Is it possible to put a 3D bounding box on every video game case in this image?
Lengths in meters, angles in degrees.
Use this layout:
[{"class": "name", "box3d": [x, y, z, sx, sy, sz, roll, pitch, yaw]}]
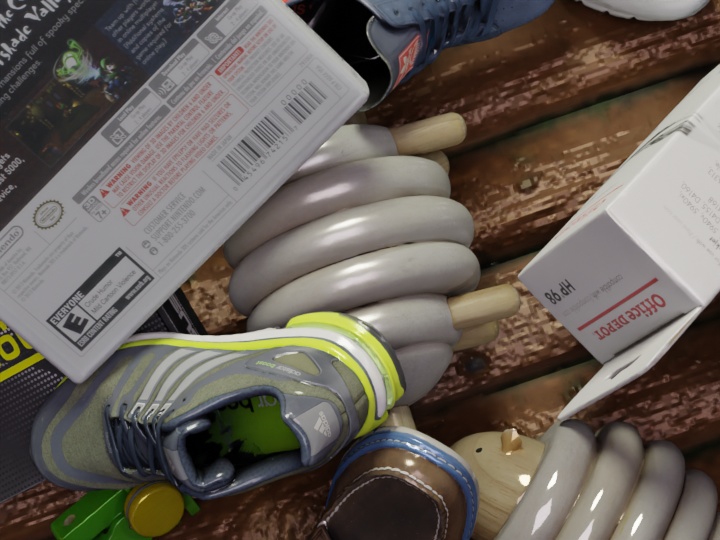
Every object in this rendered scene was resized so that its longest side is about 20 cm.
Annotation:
[{"class": "video game case", "box3d": [-0.127, -0.073, 1.031, 0.200, 0.023, 0.182, -44, 110, 13]}]

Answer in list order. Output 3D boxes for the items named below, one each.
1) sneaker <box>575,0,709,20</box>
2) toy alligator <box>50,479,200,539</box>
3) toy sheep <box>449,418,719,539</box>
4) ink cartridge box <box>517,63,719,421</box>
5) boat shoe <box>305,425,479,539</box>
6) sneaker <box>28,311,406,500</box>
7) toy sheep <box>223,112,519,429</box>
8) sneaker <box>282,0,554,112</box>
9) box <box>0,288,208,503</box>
[{"class": "sneaker", "box3d": [0.099, -0.198, 1.144, 0.200, 0.087, 0.075, 39, 89, -1]}, {"class": "toy alligator", "box3d": [-0.113, 0.120, 1.166, 0.200, 0.059, 0.054, -46, 130, 1]}, {"class": "toy sheep", "box3d": [0.127, 0.142, 1.123, 0.199, 0.138, 0.139, 27, 91, 0]}, {"class": "ink cartridge box", "box3d": [0.153, -0.028, 1.095, 0.067, 0.116, 0.200, 45, 66, -1]}, {"class": "boat shoe", "box3d": [0.000, 0.151, 1.092, 0.072, 0.201, 0.073, 29, 51, 3]}, {"class": "sneaker", "box3d": [-0.081, 0.070, 1.053, 0.199, 0.081, 0.074, -15, 105, 31]}, {"class": "toy sheep", "box3d": [0.000, 0.000, 1.118, 0.137, 0.138, 0.202, -18, 73, 1]}, {"class": "sneaker", "box3d": [0.019, -0.117, 1.102, 0.198, 0.085, 0.075, -12, 132, -21]}, {"class": "box", "box3d": [-0.192, 0.031, 1.131, 0.199, 0.044, 0.161, -27, 102, 14]}]
